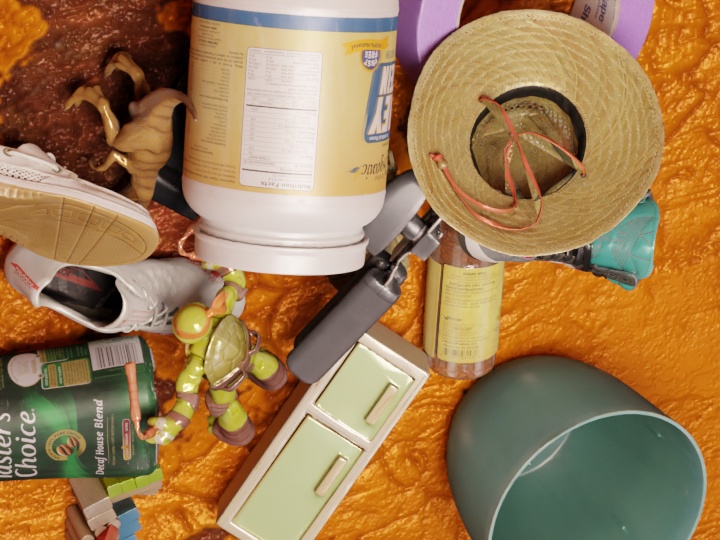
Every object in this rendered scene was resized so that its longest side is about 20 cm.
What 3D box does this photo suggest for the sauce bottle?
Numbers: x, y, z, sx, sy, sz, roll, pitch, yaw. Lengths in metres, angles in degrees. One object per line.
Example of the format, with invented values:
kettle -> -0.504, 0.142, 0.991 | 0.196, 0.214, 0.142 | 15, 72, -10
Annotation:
sauce bottle -> 0.086, -0.011, 1.713 | 0.066, 0.066, 0.201 | -8, 122, -21

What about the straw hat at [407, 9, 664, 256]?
straw hat -> 0.120, -0.087, 1.584 | 0.201, 0.201, 0.085 | -20, 162, -14

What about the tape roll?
tape roll -> 0.122, -0.204, 1.622 | 0.199, 0.066, 0.201 | -11, 122, -19

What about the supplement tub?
supplement tub -> -0.050, -0.106, 1.492 | 0.144, 0.145, 0.201 | -1, 102, -25

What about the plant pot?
plant pot -> 0.164, 0.164, 1.788 | 0.200, 0.161, 0.201 | -11, 121, -19

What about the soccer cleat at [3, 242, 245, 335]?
soccer cleat -> -0.171, 0.020, 1.596 | 0.200, 0.085, 0.069 | 16, 109, -31

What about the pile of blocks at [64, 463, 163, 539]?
pile of blocks -> -0.195, 0.197, 1.699 | 0.082, 0.062, 0.201 | 4, 116, -27

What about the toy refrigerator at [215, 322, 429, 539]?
toy refrigerator -> -0.031, 0.136, 1.722 | 0.076, 0.070, 0.200 | 34, 101, -8

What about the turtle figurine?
turtle figurine -> -0.101, 0.055, 1.585 | 0.161, 0.064, 0.201 | 58, 43, -59

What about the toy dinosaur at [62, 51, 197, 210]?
toy dinosaur -> -0.152, -0.107, 1.517 | 0.060, 0.106, 0.200 | -37, 168, -29

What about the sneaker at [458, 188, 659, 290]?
sneaker -> 0.170, -0.030, 1.662 | 0.200, 0.120, 0.084 | -2, 100, -56

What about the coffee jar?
coffee jar -> -0.252, 0.109, 1.589 | 0.199, 0.085, 0.105 | -5, 128, -10

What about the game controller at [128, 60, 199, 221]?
game controller -> -0.088, -0.126, 1.590 | 0.104, 0.042, 0.200 | 30, 102, -20

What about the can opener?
can opener -> 0.000, 0.000, 1.614 | 0.067, 0.053, 0.200 | 38, 120, -9

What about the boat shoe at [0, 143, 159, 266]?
boat shoe -> -0.237, -0.060, 1.520 | 0.199, 0.069, 0.071 | 17, 135, -21

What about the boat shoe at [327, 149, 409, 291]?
boat shoe -> 0.003, -0.059, 1.638 | 0.063, 0.073, 0.201 | -32, 138, -24
